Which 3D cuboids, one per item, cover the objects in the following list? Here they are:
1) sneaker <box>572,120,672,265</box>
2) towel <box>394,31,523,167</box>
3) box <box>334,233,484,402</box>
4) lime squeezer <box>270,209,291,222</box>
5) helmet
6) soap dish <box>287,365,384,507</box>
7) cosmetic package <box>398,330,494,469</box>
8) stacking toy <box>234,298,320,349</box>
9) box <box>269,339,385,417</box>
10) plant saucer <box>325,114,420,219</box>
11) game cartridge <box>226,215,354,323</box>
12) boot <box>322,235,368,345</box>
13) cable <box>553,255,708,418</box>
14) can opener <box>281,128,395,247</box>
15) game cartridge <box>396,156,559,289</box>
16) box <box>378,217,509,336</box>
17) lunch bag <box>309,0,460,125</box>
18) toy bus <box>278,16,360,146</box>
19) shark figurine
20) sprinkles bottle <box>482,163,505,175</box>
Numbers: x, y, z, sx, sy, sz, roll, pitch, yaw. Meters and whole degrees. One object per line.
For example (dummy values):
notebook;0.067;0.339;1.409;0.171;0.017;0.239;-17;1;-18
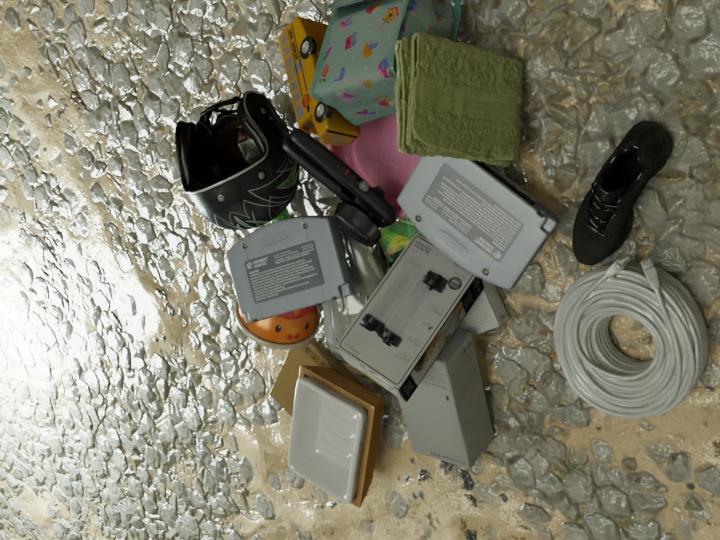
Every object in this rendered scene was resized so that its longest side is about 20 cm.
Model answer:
sneaker;0.307;-0.089;1.166;0.075;0.090;0.202;32;126;22
towel;0.125;-0.211;1.181;0.036;0.197;0.151;3;91;57
box;0.069;0.064;1.307;0.116;0.201;0.060;29;166;25
lime squeezer;-0.148;-0.082;1.580;0.198;0.038;0.071;25;152;28
helmet;-0.185;-0.158;1.459;0.199;0.198;0.194;-24;78;41
soap dish;-0.040;0.268;1.559;0.156;0.081;0.203;24;121;30
cosmetic package;0.120;0.184;1.399;0.112;0.081;0.203;9;126;38
stacking toy;-0.117;0.012;1.497;0.145;0.145;0.202;37;133;22
box;-0.063;0.224;1.630;0.200;0.021;0.165;41;128;19
plant saucer;0.039;-0.177;1.373;0.198;0.051;0.204;15;117;33
game cartridge;-0.107;-0.007;1.409;0.198;0.041;0.135;-15;85;31
boot;-0.012;0.025;1.491;0.094;0.074;0.203;3;112;24
cable;0.345;0.088;1.219;0.199;0.069;0.202;-33;86;42
can opener;-0.029;-0.127;1.338;0.200;0.079;0.063;46;133;-14
game cartridge;0.148;-0.074;1.245;0.199;0.041;0.134;40;125;13
box;0.118;0.007;1.391;0.143;0.036;0.203;-25;89;42
lunch bag;0.036;-0.314;1.249;0.169;0.121;0.203;-3;68;47
toy bus;-0.060;-0.268;1.356;0.078;0.064;0.203;-36;59;42
shark figurine;-0.011;-0.014;1.414;0.089;0.128;0.217;-26;94;14
sprinkles bottle;0.171;-0.100;1.284;0.067;0.068;0.203;-3;105;39
